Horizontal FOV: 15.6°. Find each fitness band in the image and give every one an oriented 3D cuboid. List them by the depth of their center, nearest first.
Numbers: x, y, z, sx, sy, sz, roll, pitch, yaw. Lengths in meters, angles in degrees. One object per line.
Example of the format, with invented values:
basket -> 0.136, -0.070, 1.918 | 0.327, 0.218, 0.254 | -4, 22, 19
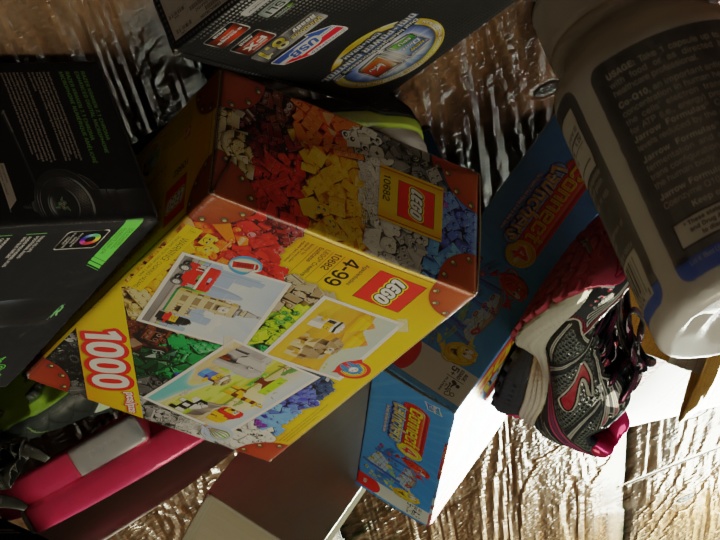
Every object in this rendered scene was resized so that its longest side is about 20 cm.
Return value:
fitness band -> -0.137, 0.105, 1.613 | 0.200, 0.038, 0.144 | -28, -179, 28

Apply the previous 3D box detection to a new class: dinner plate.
dinner plate -> -0.150, 0.140, 1.692 | 0.200, 0.024, 0.200 | -31, -176, 2

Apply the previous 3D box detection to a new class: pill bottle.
pill bottle -> 0.168, -0.066, 1.363 | 0.113, 0.201, 0.114 | -18, 159, -8

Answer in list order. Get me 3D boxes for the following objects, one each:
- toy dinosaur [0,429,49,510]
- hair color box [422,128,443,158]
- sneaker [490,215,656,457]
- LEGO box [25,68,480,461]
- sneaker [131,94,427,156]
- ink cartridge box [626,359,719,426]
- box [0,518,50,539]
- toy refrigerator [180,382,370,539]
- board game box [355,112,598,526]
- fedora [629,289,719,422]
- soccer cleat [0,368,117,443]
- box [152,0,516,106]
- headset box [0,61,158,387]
toy dinosaur -> -0.252, 0.095, 1.451 | 0.200, 0.136, 0.102 | -23, -152, 51
hair color box -> 0.000, 0.000, 1.543 | 0.100, 0.061, 0.200 | -18, 159, -11
sneaker -> 0.130, 0.038, 1.465 | 0.081, 0.075, 0.200 | -53, 167, -22
LEGO box -> -0.056, 0.003, 1.312 | 0.148, 0.077, 0.200 | 21, 143, -24
sneaker -> -0.043, -0.039, 1.378 | 0.199, 0.083, 0.072 | -14, 157, -21
ink cartridge box -> 0.228, 0.038, 1.823 | 0.199, 0.085, 0.145 | -11, 156, -30
box -> -0.287, 0.175, 1.564 | 0.200, 0.049, 0.161 | 3, -169, -45
toy refrigerator -> -0.041, 0.134, 1.649 | 0.070, 0.076, 0.200 | -61, 175, 32
board game box -> 0.078, 0.031, 1.561 | 0.200, 0.056, 0.196 | -53, 168, -21
fedora -> 0.193, -0.010, 1.604 | 0.081, 0.201, 0.201 | 14, 156, 3
soccer cleat -> -0.132, 0.056, 1.515 | 0.200, 0.068, 0.081 | -30, 127, 15
box -> 0.024, -0.157, 1.220 | 0.200, 0.044, 0.160 | -34, 155, 27
headset box -> -0.218, -0.015, 1.249 | 0.199, 0.093, 0.174 | -5, 153, -40
